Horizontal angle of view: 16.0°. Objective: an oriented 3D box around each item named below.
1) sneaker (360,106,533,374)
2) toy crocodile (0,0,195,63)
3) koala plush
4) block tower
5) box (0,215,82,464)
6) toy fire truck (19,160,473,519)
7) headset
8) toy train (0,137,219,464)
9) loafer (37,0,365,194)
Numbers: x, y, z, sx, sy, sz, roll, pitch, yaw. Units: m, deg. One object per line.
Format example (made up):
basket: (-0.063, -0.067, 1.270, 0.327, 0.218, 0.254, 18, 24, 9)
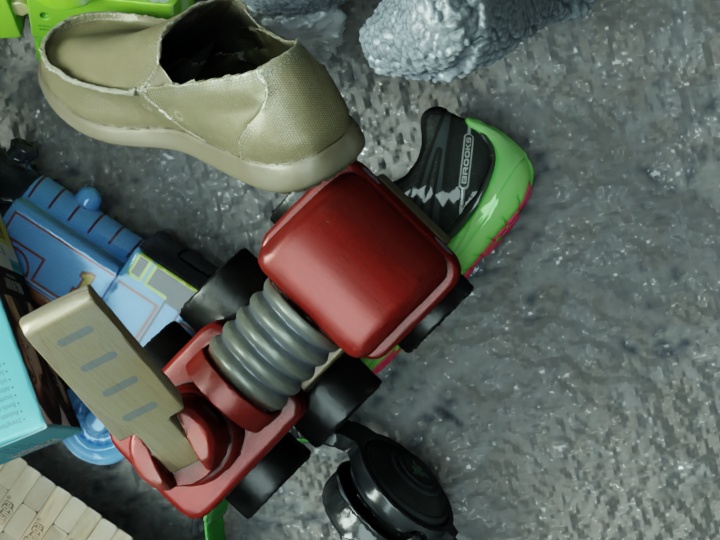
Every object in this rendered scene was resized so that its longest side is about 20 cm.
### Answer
sneaker: (0.000, 0.000, 1.278, 0.084, 0.077, 0.200, 43, 98, 6)
toy crocodile: (-0.179, -0.141, 1.280, 0.200, 0.062, 0.068, 4, 143, 7)
koala plush: (0.001, -0.171, 1.204, 0.200, 0.184, 0.178, -9, 94, 34)
block tower: (-0.141, 0.153, 1.314, 0.200, 0.054, 0.058, 31, 78, 16)
box: (-0.197, -0.007, 1.223, 0.049, 0.082, 0.200, -22, 84, 3)
toy fire truck: (-0.055, 0.027, 1.149, 0.129, 0.200, 0.176, 45, 99, 1)
headset: (0.005, 0.150, 1.296, 0.200, 0.094, 0.124, 17, 106, 13)
toy train: (-0.150, 0.015, 1.301, 0.200, 0.087, 0.114, 34, 98, 3)
loafer: (-0.078, -0.094, 1.182, 0.200, 0.076, 0.067, 18, 131, 39)
